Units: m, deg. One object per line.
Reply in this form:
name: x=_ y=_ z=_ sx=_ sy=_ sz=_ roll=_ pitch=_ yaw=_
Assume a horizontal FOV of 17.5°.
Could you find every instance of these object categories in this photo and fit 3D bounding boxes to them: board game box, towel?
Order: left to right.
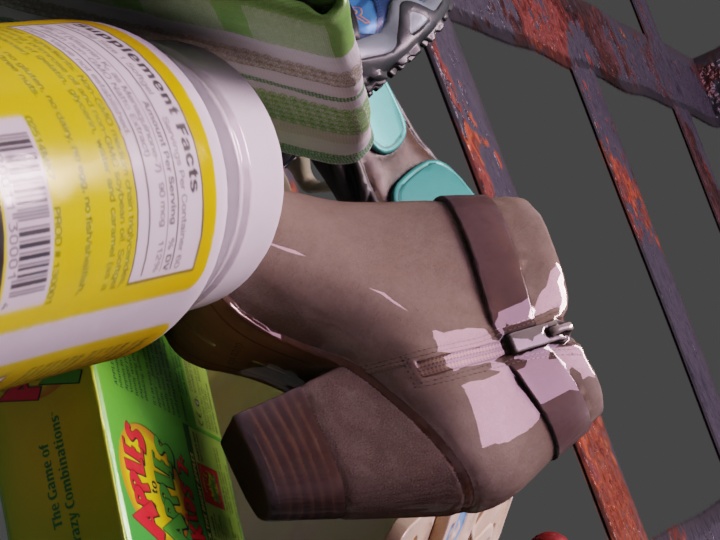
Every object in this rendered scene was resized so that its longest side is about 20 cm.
board game box: x=-0.100 y=0.033 z=0.882 sx=0.102 sy=0.047 sz=0.201 roll=36 pitch=35 yaw=-59
towel: x=-0.067 y=-0.089 z=0.858 sx=0.200 sy=0.148 sz=0.031 roll=82 pitch=22 yaw=-79

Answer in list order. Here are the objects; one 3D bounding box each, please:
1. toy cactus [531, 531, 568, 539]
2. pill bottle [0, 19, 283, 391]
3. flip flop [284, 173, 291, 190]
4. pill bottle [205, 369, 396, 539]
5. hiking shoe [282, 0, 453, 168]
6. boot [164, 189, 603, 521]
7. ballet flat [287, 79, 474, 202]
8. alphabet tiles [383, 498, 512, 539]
toy cactus: x=0.042 y=0.207 z=0.946 sx=0.165 sy=0.101 sz=0.201 roll=88 pitch=18 yaw=-78
pill bottle: x=-0.113 y=-0.021 z=0.738 sx=0.200 sy=0.114 sz=0.115 roll=-14 pitch=82 yaw=-61
flip flop: x=-0.067 y=-0.055 z=1.077 sx=0.200 sy=0.057 sz=0.082 roll=17 pitch=52 yaw=-69
pill bottle: x=0.003 y=0.074 z=1.037 sx=0.113 sy=0.112 sz=0.200 roll=69 pitch=17 yaw=4
hiking shoe: x=-0.027 y=-0.106 z=1.031 sx=0.087 sy=0.074 sz=0.200 roll=50 pitch=38 yaw=-3
boot: x=0.000 y=0.000 z=0.879 sx=0.201 sy=0.145 sz=0.070 roll=68 pitch=-23 yaw=7
ballet flat: x=0.007 y=-0.043 z=1.131 sx=0.068 sy=0.068 sz=0.201 roll=-30 pitch=88 yaw=-47
alphabet tiles: x=0.033 y=0.133 z=0.981 sx=0.195 sy=0.015 sz=0.201 roll=-29 pitch=139 yaw=-66
